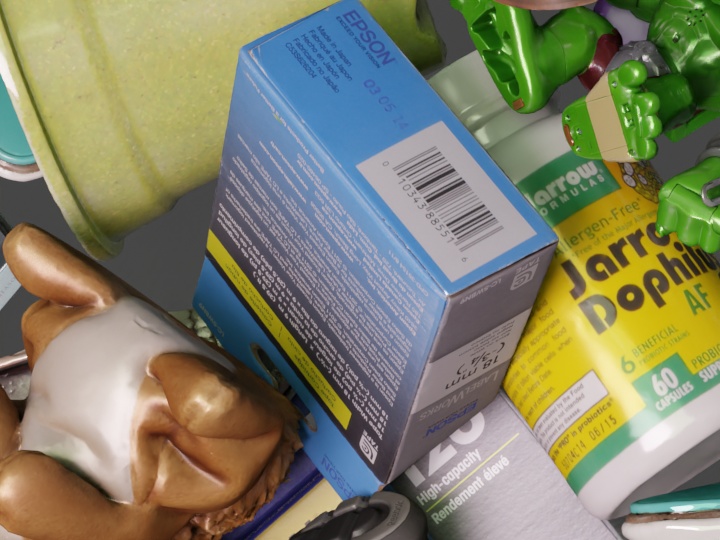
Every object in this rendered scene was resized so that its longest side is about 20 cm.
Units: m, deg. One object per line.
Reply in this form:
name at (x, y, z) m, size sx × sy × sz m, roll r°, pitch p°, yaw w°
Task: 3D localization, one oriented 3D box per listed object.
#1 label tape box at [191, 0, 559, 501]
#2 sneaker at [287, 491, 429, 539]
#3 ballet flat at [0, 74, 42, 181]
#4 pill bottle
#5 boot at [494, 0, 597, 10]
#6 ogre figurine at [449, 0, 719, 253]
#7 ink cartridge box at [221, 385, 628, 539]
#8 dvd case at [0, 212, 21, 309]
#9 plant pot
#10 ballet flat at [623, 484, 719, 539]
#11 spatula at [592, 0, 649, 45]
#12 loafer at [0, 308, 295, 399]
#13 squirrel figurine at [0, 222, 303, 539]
label tape box at (0.000, 0.000, 1.098) m, size 0.063 × 0.200 × 0.144 m, roll -29°, pitch 67°, yaw -25°
sneaker at (-0.044, 0.167, 1.131) m, size 0.199 × 0.075 × 0.079 m, roll -21°, pitch 111°, yaw 30°
ballet flat at (-0.204, -0.120, 1.259) m, size 0.069 × 0.069 × 0.200 m, roll -35°, pitch 74°, yaw 12°
pill bottle at (0.095, 0.000, 1.125) m, size 0.113 × 0.113 × 0.200 m, roll -36°, pitch 76°, yaw 11°
boot at (0.057, -0.188, 1.054) m, size 0.074 × 0.200 × 0.097 m, roll -11°, pitch 125°, yaw -10°
ogre figurine at (0.126, -0.093, 1.075) m, size 0.200 × 0.120 × 0.099 m, roll 31°, pitch 131°, yaw 50°
ink cartridge box at (0.010, 0.134, 1.177) m, size 0.198 × 0.047 × 0.200 m, roll -42°, pitch 77°, yaw 11°
dvd case at (-0.256, -0.013, 1.251) m, size 0.146 × 0.022 × 0.200 m, roll -49°, pitch 53°, yaw 8°
plant pot at (-0.064, -0.126, 1.160) m, size 0.183 × 0.200 × 0.201 m, roll -18°, pitch 80°, yaw 3°
ballet flat at (0.209, 0.112, 1.063) m, size 0.199 × 0.069 × 0.070 m, roll -10°, pitch 81°, yaw -17°
spatula at (0.185, -0.062, 1.151) m, size 0.057 × 0.021 × 0.200 m, roll -45°, pitch 75°, yaw 7°
loafer at (-0.126, 0.060, 1.211) m, size 0.199 × 0.063 × 0.072 m, roll -14°, pitch 73°, yaw 18°
squirrel figurine at (-0.122, 0.107, 1.100) m, size 0.141 × 0.200 × 0.187 m, roll 36°, pitch 90°, yaw 25°
